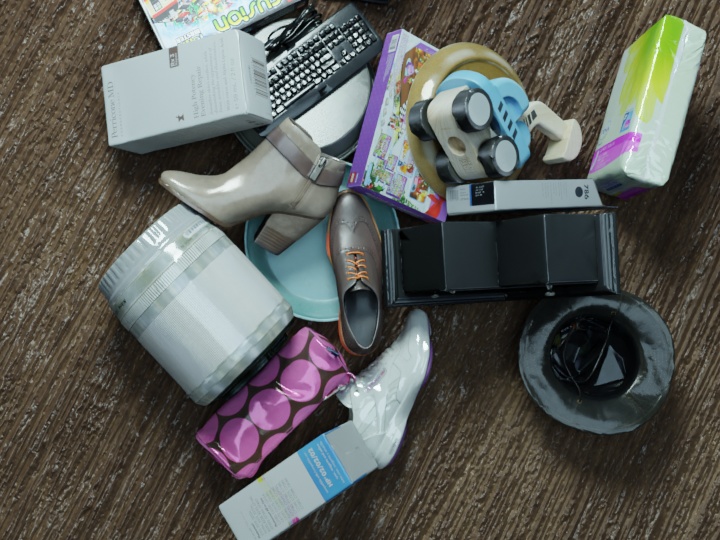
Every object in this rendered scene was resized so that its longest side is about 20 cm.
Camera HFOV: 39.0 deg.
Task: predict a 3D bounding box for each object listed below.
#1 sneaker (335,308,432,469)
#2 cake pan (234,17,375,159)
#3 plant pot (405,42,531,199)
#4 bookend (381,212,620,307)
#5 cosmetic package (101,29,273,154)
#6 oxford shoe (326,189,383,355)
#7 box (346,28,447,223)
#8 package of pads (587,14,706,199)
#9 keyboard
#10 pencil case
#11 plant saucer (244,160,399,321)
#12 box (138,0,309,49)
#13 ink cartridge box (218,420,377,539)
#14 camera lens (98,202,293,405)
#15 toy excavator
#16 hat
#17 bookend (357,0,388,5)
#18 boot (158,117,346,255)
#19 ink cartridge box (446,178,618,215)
[{"bbox_3d":[0.028,0.138,1.258,0.098,0.075,0.204,21,85,-6],"label":"sneaker"},{"bbox_3d":[-0.074,-0.227,1.266,0.196,0.037,0.205,1,76,-4],"label":"cake pan"},{"bbox_3d":[0.144,-0.184,1.272,0.197,0.027,0.205,-1,92,-31],"label":"plant pot"},{"bbox_3d":[0.160,-0.011,1.179,0.196,0.199,0.094,-2,87,-35],"label":"bookend"},{"bbox_3d":[-0.207,-0.209,1.205,0.196,0.074,0.104,-10,84,22],"label":"cosmetic package"},{"bbox_3d":[0.000,0.000,1.227,0.070,0.073,0.205,-8,87,-7],"label":"oxford shoe"},{"bbox_3d":[0.069,-0.176,1.265,0.135,0.039,0.204,20,80,-31],"label":"box"},{"bbox_3d":[0.356,-0.197,1.274,0.067,0.155,0.204,17,86,-2],"label":"package of pads"},{"bbox_3d":[-0.072,-0.259,1.234,0.199,0.040,0.104,-39,83,-13],"label":"keyboard"},{"bbox_3d":[-0.101,0.164,1.235,0.200,0.091,0.094,-44,83,-4],"label":"pencil case"},{"bbox_3d":[-0.048,-0.038,1.278,0.195,0.036,0.205,0,87,-7],"label":"plant saucer"},{"bbox_3d":[-0.174,-0.348,1.279,0.197,0.035,0.112,-28,91,-7],"label":"box"},{"bbox_3d":[-0.087,0.265,1.198,0.199,0.115,0.068,-36,80,13],"label":"ink cartridge box"},{"bbox_3d":[-0.188,0.043,1.195,0.160,0.160,0.200,-44,92,-7],"label":"camera lens"},{"bbox_3d":[0.180,-0.176,1.232,0.200,0.099,0.196,-47,116,-30],"label":"toy excavator"},{"bbox_3d":[0.291,0.114,1.290,0.196,0.081,0.205,0,80,-1],"label":"hat"},{"bbox_3d":[0.014,-0.454,1.224,0.090,0.199,0.205,6,87,-8],"label":"bookend"},{"bbox_3d":[-0.119,-0.115,1.201,0.198,0.070,0.147,29,104,-27],"label":"boot"},{"bbox_3d":[0.211,-0.090,1.244,0.197,0.099,0.040,-2,90,-32],"label":"ink cartridge box"}]
